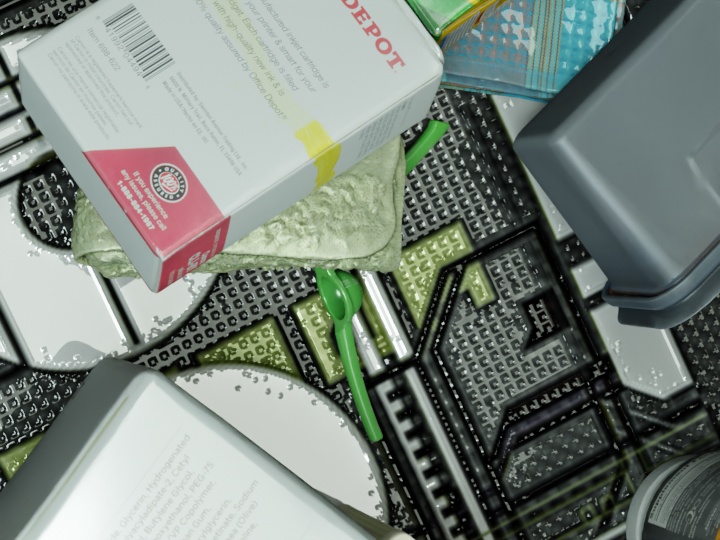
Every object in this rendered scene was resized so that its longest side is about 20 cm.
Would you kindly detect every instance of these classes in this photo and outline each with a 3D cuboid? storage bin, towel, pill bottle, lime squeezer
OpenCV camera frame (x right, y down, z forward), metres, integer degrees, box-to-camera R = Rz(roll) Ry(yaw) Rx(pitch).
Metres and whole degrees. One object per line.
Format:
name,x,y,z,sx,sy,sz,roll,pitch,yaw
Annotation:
storage bin,0.197,-0.082,1.379,0.200,0.145,0.134,-46,102,-9
towel,-0.072,-0.070,1.353,0.199,0.037,0.149,-1,76,-7
pill bottle,0.235,0.165,1.365,0.116,0.200,0.117,0,90,-13
towel,0.100,-0.207,1.422,0.146,0.022,0.201,7,89,-14
lime squeezer,0.000,0.000,1.399,0.070,0.038,0.201,14,86,-44

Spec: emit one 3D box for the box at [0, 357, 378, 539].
box,-0.124,0.175,1.281,0.171,0.199,0.200,39,82,-10

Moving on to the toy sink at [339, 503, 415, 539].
toy sink,0.013,0.224,1.312,0.112,0.200,0.131,39,83,-14

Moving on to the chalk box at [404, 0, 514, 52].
chalk box,0.030,-0.242,1.339,0.124,0.124,0.200,-36,87,-3

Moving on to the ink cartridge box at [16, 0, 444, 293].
ink cartridge box,-0.073,-0.105,1.300,0.199,0.083,0.145,-33,80,-14
